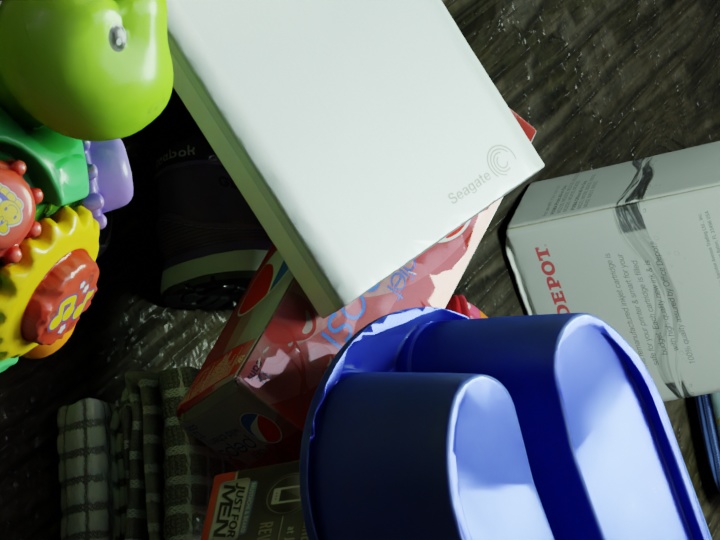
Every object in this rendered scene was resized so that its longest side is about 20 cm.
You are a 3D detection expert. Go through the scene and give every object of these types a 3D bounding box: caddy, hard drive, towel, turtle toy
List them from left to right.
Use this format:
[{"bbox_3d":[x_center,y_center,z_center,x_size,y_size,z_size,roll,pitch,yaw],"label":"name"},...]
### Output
[{"bbox_3d":[-0.135,-0.032,0.833,0.146,0.101,0.200,-28,147,-62],"label":"turtle toy"},{"bbox_3d":[-0.050,0.138,1.038,0.200,0.085,0.166,25,59,-59],"label":"towel"},{"bbox_3d":[-0.021,-0.096,0.965,0.132,0.027,0.200,-34,93,-36],"label":"hard drive"},{"bbox_3d":[0.054,0.109,0.907,0.141,0.105,0.200,-26,99,-41],"label":"caddy"}]

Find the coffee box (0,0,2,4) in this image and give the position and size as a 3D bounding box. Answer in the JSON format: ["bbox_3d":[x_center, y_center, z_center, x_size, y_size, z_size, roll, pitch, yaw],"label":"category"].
[{"bbox_3d":[-0.150,-0.205,0.822,0.198,0.199,0.201,-4,83,-64],"label":"coffee box"}]

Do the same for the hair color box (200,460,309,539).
[{"bbox_3d":[0.000,0.182,0.956,0.111,0.064,0.200,-79,149,-43],"label":"hair color box"}]

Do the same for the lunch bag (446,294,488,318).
[{"bbox_3d":[0.068,0.121,1.050,0.200,0.082,0.176,58,8,-15],"label":"lunch bag"}]

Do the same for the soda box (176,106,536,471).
[{"bbox_3d":[0.000,0.000,0.999,0.070,0.063,0.200,39,57,-14],"label":"soda box"}]

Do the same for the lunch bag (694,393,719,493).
[{"bbox_3d":[0.321,0.086,1.807,0.200,0.082,0.161,-26,105,-63],"label":"lunch bag"}]

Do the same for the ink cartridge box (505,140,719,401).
[{"bbox_3d":[0.211,0.001,1.486,0.083,0.200,0.146,-60,134,-58],"label":"ink cartridge box"}]

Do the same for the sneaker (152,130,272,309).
[{"bbox_3d":[-0.032,-0.027,1.149,0.200,0.076,0.088,11,66,-62],"label":"sneaker"}]

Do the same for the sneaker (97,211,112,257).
[{"bbox_3d":[-0.117,-0.102,0.975,0.079,0.095,0.201,9,74,-65],"label":"sneaker"}]
